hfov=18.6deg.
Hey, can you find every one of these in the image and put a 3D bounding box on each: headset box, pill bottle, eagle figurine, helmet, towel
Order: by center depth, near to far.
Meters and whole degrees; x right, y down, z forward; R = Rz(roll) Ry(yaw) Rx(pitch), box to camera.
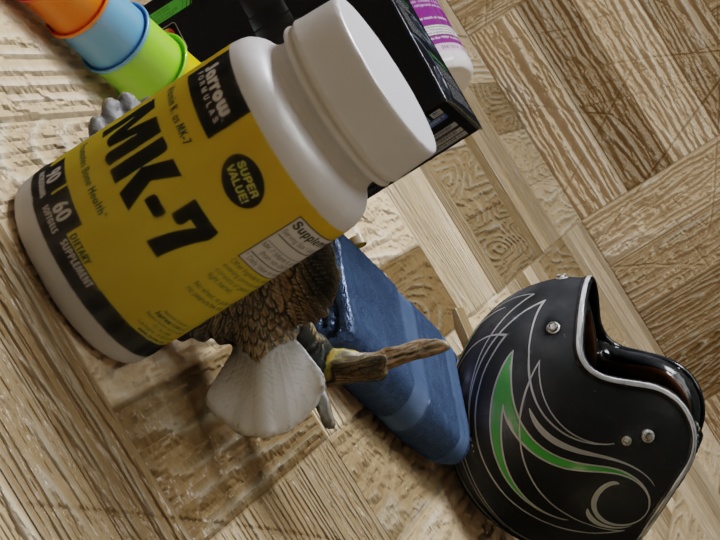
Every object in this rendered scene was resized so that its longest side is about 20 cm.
[{"bbox_3d":[-0.068,-0.048,1.134,0.114,0.200,0.114,54,12,-17],"label":"pill bottle"},{"bbox_3d":[-0.061,-0.014,1.244,0.151,0.152,0.201,13,-52,53],"label":"eagle figurine"},{"bbox_3d":[-0.041,-0.148,1.561,0.200,0.174,0.093,63,11,18],"label":"headset box"},{"bbox_3d":[0.014,0.059,1.563,0.200,0.048,0.112,47,26,-48],"label":"towel"},{"bbox_3d":[0.158,0.111,1.672,0.190,0.200,0.200,32,10,6],"label":"helmet"},{"bbox_3d":[0.028,-0.263,2.292,0.200,0.112,0.112,63,13,19],"label":"pill bottle"}]

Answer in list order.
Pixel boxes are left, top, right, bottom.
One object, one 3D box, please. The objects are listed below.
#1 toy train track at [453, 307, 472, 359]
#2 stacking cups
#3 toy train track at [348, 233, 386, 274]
[{"bbox_3d":[0.078,0.091,1.797,0.115,0.032,0.200,67,17,7],"label":"toy train track"},{"bbox_3d":[-0.168,-0.153,1.373,0.200,0.060,0.061,38,22,-45],"label":"stacking cups"},{"bbox_3d":[0.000,0.000,1.674,0.200,0.032,0.115,32,37,-73],"label":"toy train track"}]
